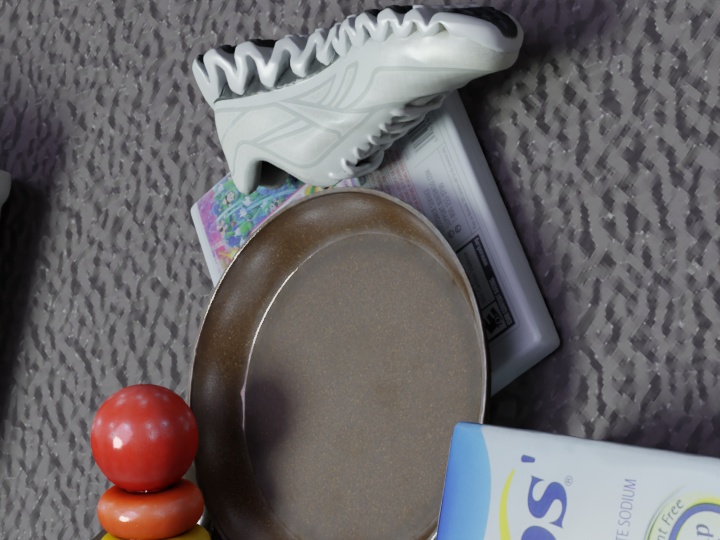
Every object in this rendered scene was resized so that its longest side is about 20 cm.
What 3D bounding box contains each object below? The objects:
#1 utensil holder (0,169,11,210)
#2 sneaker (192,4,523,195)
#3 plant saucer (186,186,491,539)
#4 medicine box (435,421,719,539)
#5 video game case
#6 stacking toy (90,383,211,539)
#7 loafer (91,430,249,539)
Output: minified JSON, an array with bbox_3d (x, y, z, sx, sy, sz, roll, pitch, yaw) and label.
[{"bbox_3d":[-0.313,0.024,1.228,0.169,0.169,0.202,8,89,44],"label":"utensil holder"},{"bbox_3d":[0.002,-0.085,0.994,0.199,0.075,0.082,-9,89,44],"label":"sneaker"},{"bbox_3d":[-0.007,0.061,0.990,0.199,0.032,0.202,-10,75,42],"label":"plant saucer"},{"bbox_3d":[0.127,0.167,0.820,0.199,0.102,0.184,4,83,43],"label":"medicine box"},{"bbox_3d":[0.000,0.000,1.034,0.182,0.024,0.201,-39,57,31],"label":"video game case"},{"bbox_3d":[-0.100,0.156,1.011,0.085,0.085,0.202,8,105,44],"label":"stacking toy"},{"bbox_3d":[-0.122,0.171,1.075,0.073,0.071,0.201,38,106,41],"label":"loafer"}]
